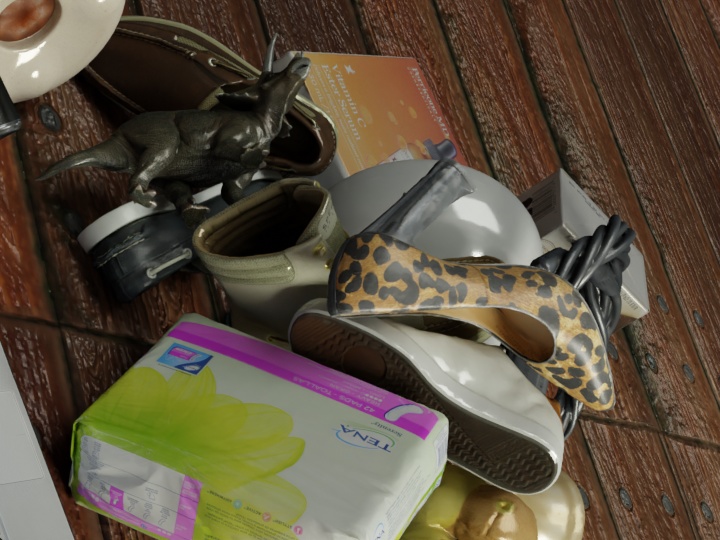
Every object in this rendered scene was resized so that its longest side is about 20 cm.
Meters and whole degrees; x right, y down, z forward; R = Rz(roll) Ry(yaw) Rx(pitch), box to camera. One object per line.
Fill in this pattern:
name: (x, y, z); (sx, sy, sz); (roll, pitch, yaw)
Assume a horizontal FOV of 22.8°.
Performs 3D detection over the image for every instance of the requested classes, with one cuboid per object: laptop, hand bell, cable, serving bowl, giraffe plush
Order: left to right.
laptop: (-0.213, 0.068, 0.963); (0.200, 0.116, 0.188); (-1, 64, -57)
serving bowl: (0.041, 0.021, 1.306); (0.200, 0.200, 0.066); (43, 20, -26)
giraffe plush: (0.053, 0.201, 1.187); (0.199, 0.173, 0.163); (27, 51, 3)
hand bell: (0.073, 0.158, 1.312); (0.200, 0.104, 0.105); (36, 35, -47)
cable: (0.144, 0.051, 1.305); (0.051, 0.201, 0.163); (24, 42, 22)

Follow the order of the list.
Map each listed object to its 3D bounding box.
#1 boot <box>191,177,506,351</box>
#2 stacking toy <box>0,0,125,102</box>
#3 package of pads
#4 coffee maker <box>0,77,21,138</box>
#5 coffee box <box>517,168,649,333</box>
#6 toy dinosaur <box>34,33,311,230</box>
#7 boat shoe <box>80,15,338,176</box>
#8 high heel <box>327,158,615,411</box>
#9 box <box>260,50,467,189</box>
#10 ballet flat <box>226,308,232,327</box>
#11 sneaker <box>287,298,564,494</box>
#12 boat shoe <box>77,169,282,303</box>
boot: (0.000, 0.000, 1.184); (0.155, 0.199, 0.072); (71, 9, -50)
stacking toy: (-0.259, -0.222, 1.184); (0.146, 0.146, 0.200); (8, 40, -54)
package of pads: (-0.062, 0.114, 1.092); (0.199, 0.069, 0.155); (20, 33, 15)
coffee maker: (-0.272, -0.151, 1.008); (0.201, 0.191, 0.135); (68, -16, -7)
coffee box: (0.115, 0.026, 1.427); (0.113, 0.200, 0.080); (42, 29, -25)
toy dinosaur: (-0.116, -0.077, 1.194); (0.102, 0.199, 0.077); (-117, -169, -51)
boat shoe: (-0.109, -0.126, 1.274); (0.201, 0.075, 0.075); (20, 13, -4)
high heel: (0.069, 0.043, 1.130); (0.200, 0.071, 0.143); (50, 55, -6)
box: (-0.011, -0.083, 1.429); (0.200, 0.106, 0.153); (-10, 72, -59)
ballet flat: (-0.028, 0.100, 1.272); (0.072, 0.072, 0.201); (-4, 67, -58)
sneaker: (0.044, 0.070, 1.175); (0.199, 0.073, 0.085); (32, 34, -8)
boat shoe: (-0.115, -0.023, 1.253); (0.200, 0.076, 0.061); (-22, 81, -49)
